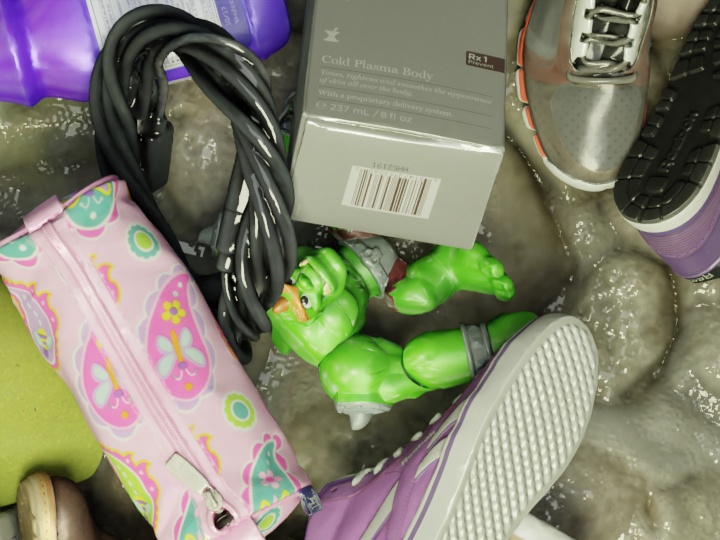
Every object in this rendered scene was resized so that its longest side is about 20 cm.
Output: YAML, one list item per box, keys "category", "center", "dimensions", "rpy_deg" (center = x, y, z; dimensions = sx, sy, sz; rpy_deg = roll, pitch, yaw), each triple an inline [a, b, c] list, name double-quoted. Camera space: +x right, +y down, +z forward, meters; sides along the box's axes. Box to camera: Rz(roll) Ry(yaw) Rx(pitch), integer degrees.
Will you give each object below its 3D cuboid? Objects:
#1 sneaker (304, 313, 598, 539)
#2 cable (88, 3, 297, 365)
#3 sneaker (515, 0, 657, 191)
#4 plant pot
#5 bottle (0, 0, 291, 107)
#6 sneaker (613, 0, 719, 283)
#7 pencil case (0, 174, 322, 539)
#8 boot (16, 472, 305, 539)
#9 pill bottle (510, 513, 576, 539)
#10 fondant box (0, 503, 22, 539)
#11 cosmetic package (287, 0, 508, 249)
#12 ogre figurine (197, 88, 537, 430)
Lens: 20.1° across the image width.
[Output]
- category: "sneaker"
  center: [0.036, 0.100, 1.062]
  dimensions: [0.073, 0.114, 0.201]
  rpy_deg: [44, 74, -36]
- category: "cable"
  center: [-0.088, -0.043, 1.050]
  dimensions: [0.051, 0.200, 0.164]
  rpy_deg: [-17, 62, -29]
- category: "sneaker"
  center: [0.130, -0.145, 1.130]
  dimensions: [0.076, 0.082, 0.202]
  rpy_deg: [0, 91, -6]
- category: "plant pot"
  center: [-0.237, 0.060, 1.067]
  dimensions: [0.199, 0.187, 0.189]
  rpy_deg: [5, 91, -22]
- category: "bottle"
  center: [-0.141, -0.135, 1.113]
  dimensions: [0.199, 0.065, 0.084]
  rpy_deg: [-16, 92, -5]
- category: "sneaker"
  center: [0.220, -0.086, 1.159]
  dimensions: [0.201, 0.076, 0.088]
  rpy_deg: [-55, 130, -13]
- category: "pencil case"
  center: [-0.104, 0.053, 1.016]
  dimensions: [0.087, 0.087, 0.201]
  rpy_deg: [-31, 86, -4]
- category: "boot"
  center: [-0.090, 0.162, 1.092]
  dimensions: [0.165, 0.073, 0.201]
  rpy_deg: [-17, 132, -9]
- category: "pill bottle"
  center: [0.043, 0.223, 1.104]
  dimensions: [0.111, 0.111, 0.201]
  rpy_deg: [29, 80, -6]
- category: "fondant box"
  center: [-0.245, 0.168, 1.043]
  dimensions: [0.143, 0.200, 0.059]
  rpy_deg: [-14, 89, -5]
- category: "cosmetic package"
  center: [0.021, -0.117, 1.067]
  dimensions: [0.106, 0.090, 0.201]
  rpy_deg: [8, 53, -6]
- category: "ogre figurine"
  center: [0.000, 0.000, 1.115]
  dimensions: [0.120, 0.098, 0.200]
  rpy_deg: [-39, 97, -8]
